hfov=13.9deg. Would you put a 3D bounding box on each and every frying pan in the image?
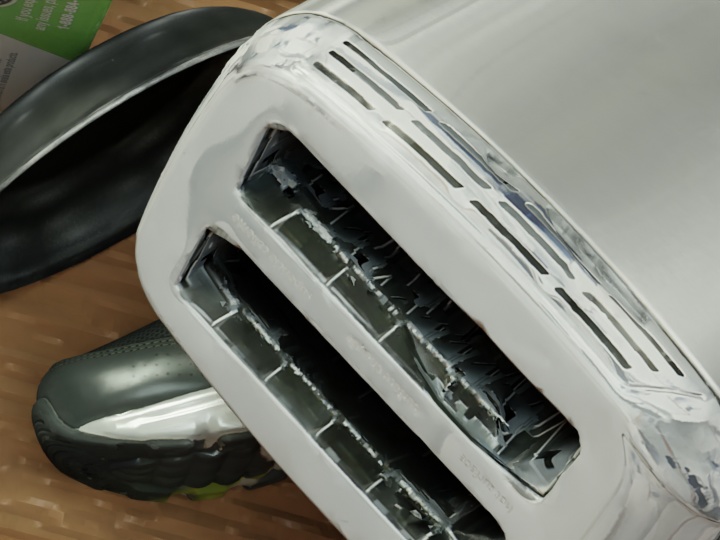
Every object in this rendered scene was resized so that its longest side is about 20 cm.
[{"bbox_3d":[-0.092,-0.010,0.747,0.190,0.115,0.031,-34,79,4],"label":"frying pan"}]

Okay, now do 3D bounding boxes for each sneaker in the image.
[{"bbox_3d":[0.000,0.000,0.782,0.200,0.074,0.085,-18,78,-24],"label":"sneaker"}]

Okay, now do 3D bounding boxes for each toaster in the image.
[{"bbox_3d":[0.041,-0.004,0.673,0.200,0.114,0.129,48,43,13],"label":"toaster"}]

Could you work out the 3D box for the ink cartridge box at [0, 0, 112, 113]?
[{"bbox_3d":[-0.156,-0.111,0.720,0.200,0.146,0.084,13,76,-10],"label":"ink cartridge box"}]
